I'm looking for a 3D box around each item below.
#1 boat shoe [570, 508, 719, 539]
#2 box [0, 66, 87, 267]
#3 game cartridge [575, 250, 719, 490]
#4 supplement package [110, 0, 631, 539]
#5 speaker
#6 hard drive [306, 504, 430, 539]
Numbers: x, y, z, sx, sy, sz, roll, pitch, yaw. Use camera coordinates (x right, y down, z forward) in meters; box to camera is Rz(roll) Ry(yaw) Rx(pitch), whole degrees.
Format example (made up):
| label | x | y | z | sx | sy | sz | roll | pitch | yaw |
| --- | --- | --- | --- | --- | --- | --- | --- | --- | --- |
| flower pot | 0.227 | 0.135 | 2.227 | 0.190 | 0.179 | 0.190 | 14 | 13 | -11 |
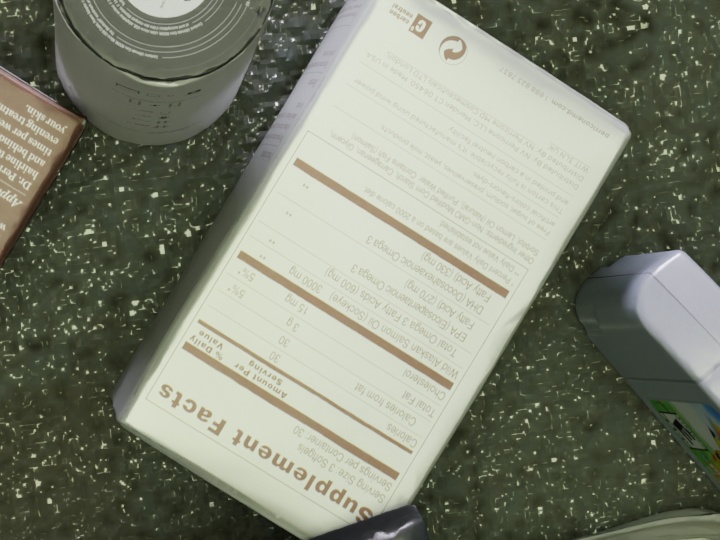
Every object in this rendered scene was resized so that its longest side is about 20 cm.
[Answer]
| label | x | y | z | sx | sy | sz | roll | pitch | yaw |
| --- | --- | --- | --- | --- | --- | --- | --- | --- | --- |
| boat shoe | 0.071 | 0.145 | 1.201 | 0.199 | 0.065 | 0.074 | -23 | 94 | -4 |
| box | -0.199 | 0.001 | 1.172 | 0.100 | 0.075 | 0.201 | 32 | 87 | -5 |
| game cartridge | 0.168 | 0.077 | 1.175 | 0.040 | 0.133 | 0.200 | -42 | 94 | -10 |
| supplement package | 0.000 | 0.000 | 1.166 | 0.117 | 0.117 | 0.201 | 32 | 89 | -7 |
| speaker | -0.076 | -0.096 | 1.116 | 0.081 | 0.200 | 0.082 | 0 | 86 | -5 |
| hard drive | -0.014 | 0.204 | 1.112 | 0.139 | 0.033 | 0.201 | -19 | 103 | -4 |
